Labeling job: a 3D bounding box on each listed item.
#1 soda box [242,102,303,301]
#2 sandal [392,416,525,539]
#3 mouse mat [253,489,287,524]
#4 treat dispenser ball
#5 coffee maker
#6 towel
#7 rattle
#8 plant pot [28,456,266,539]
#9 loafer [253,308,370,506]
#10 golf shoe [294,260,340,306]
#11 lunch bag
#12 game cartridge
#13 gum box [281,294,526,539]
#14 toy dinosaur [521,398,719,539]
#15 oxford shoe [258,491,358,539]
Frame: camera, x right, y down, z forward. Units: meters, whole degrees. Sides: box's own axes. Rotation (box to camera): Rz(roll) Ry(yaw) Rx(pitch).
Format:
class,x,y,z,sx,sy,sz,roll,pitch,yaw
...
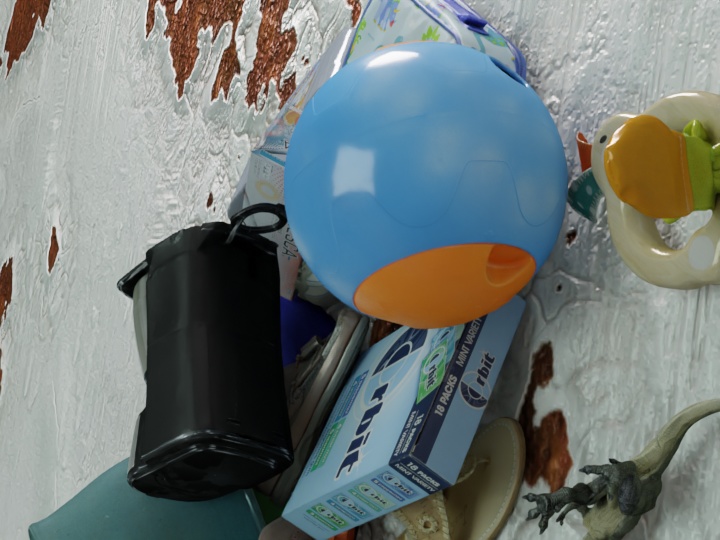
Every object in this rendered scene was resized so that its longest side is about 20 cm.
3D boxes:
class,x,y,z,sx,sy,sz,roll,pitch,yaw
soda box,-0.064,-0.057,1.206,0.064,0.068,0.200,-58,-8,-31
sandal,0.048,0.193,1.042,0.212,0.069,0.078,-59,35,35
mouse mat,-0.120,0.201,1.322,0.161,0.008,0.200,51,137,4
treat dispenser ball,0.045,-0.060,0.951,0.201,0.200,0.202,-29,56,56
coffee maker,-0.125,0.072,1.135,0.192,0.134,0.201,125,144,-51
towel,-0.063,0.086,1.320,0.200,0.049,0.148,-128,46,-54
rattle,0.152,-0.060,0.863,0.200,0.142,0.131,35,131,53
plant pot,-0.193,0.263,1.232,0.200,0.187,0.201,54,155,39
loafer,-0.056,0.116,1.191,0.201,0.063,0.072,-66,-6,22
golf shoe,0.000,0.000,1.194,0.078,0.097,0.200,-51,-8,-20
lunch bag,0.054,-0.150,1.129,0.200,0.082,0.161,53,128,54
game cartridge,-0.060,-0.144,1.331,0.200,0.041,0.133,-49,19,34
gum box,0.032,0.110,1.051,0.200,0.044,0.170,-38,21,53
toy dinosaur,0.158,0.136,0.832,0.200,0.088,0.048,-60,44,35
oxford shoe,-0.056,0.254,1.120,0.200,0.072,0.072,-61,-21,-60
